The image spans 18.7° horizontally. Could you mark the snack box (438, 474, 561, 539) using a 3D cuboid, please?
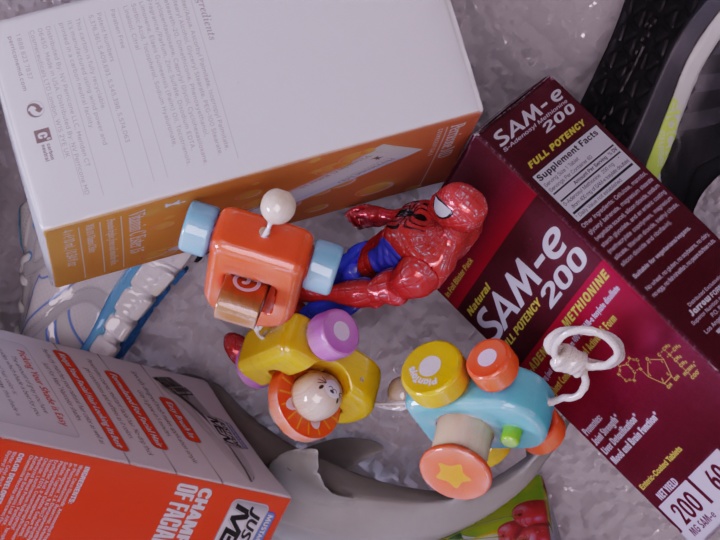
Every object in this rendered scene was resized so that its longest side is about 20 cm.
[{"bbox_3d":[0.005,0.180,1.078,0.199,0.142,0.053,-15,115,8],"label":"snack box"}]

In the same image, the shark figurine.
[{"bbox_3d":[0.002,0.099,1.062,0.214,0.129,0.090,2,148,8],"label":"shark figurine"}]

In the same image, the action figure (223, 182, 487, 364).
[{"bbox_3d":[0.000,0.000,1.017,0.052,0.065,0.200,49,145,-9],"label":"action figure"}]

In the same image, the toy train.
[{"bbox_3d":[0.007,0.042,0.961,0.199,0.150,0.056,19,60,-4],"label":"toy train"}]

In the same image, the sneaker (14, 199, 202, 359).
[{"bbox_3d":[-0.145,0.009,1.091,0.087,0.075,0.200,37,95,1],"label":"sneaker"}]

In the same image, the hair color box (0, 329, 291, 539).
[{"bbox_3d":[-0.144,0.081,0.995,0.200,0.111,0.064,15,109,-35],"label":"hair color box"}]

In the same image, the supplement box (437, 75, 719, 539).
[{"bbox_3d":[0.121,0.020,1.008,0.200,0.061,0.109,45,145,10],"label":"supplement box"}]

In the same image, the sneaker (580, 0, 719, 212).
[{"bbox_3d":[0.167,-0.100,1.053,0.083,0.072,0.200,21,105,-32],"label":"sneaker"}]

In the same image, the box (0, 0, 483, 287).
[{"bbox_3d":[-0.059,-0.074,0.995,0.199,0.124,0.098,-16,80,-8],"label":"box"}]
